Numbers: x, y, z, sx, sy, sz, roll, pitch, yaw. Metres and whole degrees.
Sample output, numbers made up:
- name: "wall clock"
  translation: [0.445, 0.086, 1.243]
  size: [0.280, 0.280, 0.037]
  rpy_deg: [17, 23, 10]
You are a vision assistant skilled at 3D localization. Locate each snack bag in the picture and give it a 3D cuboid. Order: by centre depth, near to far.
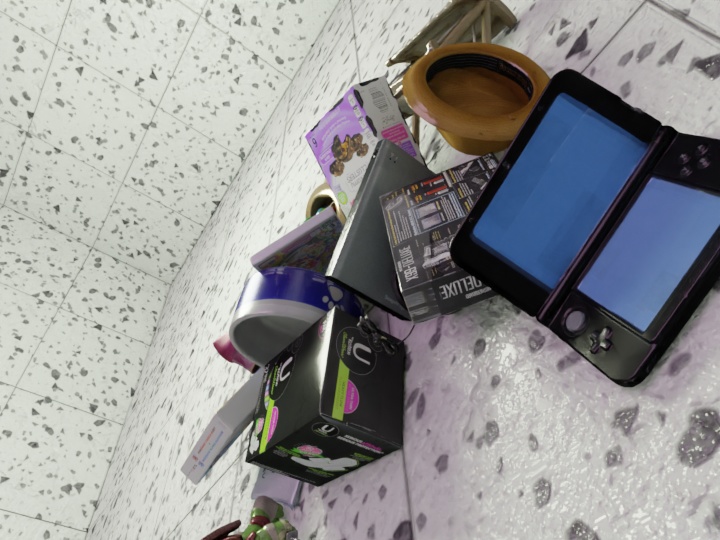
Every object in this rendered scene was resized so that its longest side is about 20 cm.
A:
- name: "snack bag"
  translation: [-0.125, 0.282, 0.909]
  size: [0.187, 0.021, 0.205]
  rpy_deg: [-27, 42, 54]

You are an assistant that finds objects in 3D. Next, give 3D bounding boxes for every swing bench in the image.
- name: "swing bench"
  translation: [0.123, -0.321, 0.880]
  size: [0.197, 0.128, 0.205]
  rpy_deg: [-22, 46, 58]

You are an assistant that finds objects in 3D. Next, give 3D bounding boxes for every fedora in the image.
- name: "fedora"
  translation: [0.148, -0.210, 0.705]
  size: [0.083, 0.194, 0.205]
  rpy_deg: [88, -171, -54]

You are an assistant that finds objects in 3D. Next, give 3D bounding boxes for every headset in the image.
- name: "headset"
  translation: [0.076, 0.011, 0.673]
  size: [0.203, 0.093, 0.123]
  rpy_deg: [-58, 21, -17]

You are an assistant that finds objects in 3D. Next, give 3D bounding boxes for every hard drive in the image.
- name: "hard drive"
  translation: [0.045, -0.053, 0.747]
  size: [0.033, 0.137, 0.205]
  rpy_deg: [-3, 62, 61]

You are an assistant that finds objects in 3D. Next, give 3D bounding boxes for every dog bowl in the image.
- name: "dog bowl"
  translation: [-0.093, 0.085, 0.822]
  size: [0.199, 0.197, 0.081]
  rpy_deg: [-35, 34, 46]

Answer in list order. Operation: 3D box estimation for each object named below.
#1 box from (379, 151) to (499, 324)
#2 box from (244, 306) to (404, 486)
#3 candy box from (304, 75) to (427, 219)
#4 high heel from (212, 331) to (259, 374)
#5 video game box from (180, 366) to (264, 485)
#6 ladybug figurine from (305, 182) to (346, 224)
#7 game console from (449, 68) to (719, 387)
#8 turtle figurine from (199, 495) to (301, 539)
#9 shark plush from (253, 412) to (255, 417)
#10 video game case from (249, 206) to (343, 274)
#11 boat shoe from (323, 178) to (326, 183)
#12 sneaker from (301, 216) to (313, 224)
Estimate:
- name: "box"
  translation: [0.109, -0.045, 0.618]
  size: [0.154, 0.051, 0.202]
  rpy_deg: [-21, 35, 8]
- name: "box"
  translation: [-0.046, 0.173, 0.724]
  size: [0.199, 0.122, 0.152]
  rpy_deg: [-39, 33, 41]
- name: "candy box"
  translation: [0.015, -0.168, 0.865]
  size: [0.071, 0.204, 0.166]
  rpy_deg: [-29, 3, -34]
- name: "high heel"
  translation: [-0.175, 0.073, 0.964]
  size: [0.204, 0.094, 0.067]
  rpy_deg: [-61, -15, -8]
- name: "video game box"
  translation: [-0.207, 0.246, 0.944]
  size: [0.184, 0.046, 0.200]
  rpy_deg: [-57, -6, 34]
- name: "ladybug figurine"
  translation: [-0.044, -0.098, 1.041]
  size: [0.198, 0.070, 0.141]
  rpy_deg: [18, 108, 58]
- name: "game console"
  translation: [0.194, -0.045, 0.452]
  size: [0.203, 0.114, 0.176]
  rpy_deg: [-59, 23, 11]
- name: "turtle figurine"
  translation: [-0.131, 0.403, 0.728]
  size: [0.194, 0.193, 0.149]
  rpy_deg: [-89, -2, -88]
- name: "shark plush"
  translation: [-0.146, 0.260, 0.875]
  size: [0.198, 0.089, 0.086]
  rpy_deg: [-25, 72, 47]
- name: "video game case"
  translation: [-0.073, -0.011, 0.863]
  size: [0.141, 0.201, 0.018]
  rpy_deg: [-32, 64, 1]
- name: "boat shoe"
  translation: [-0.030, -0.162, 1.113]
  size: [0.198, 0.070, 0.066]
  rpy_deg: [-6, 58, 62]
- name: "sneaker"
  translation: [-0.076, -0.054, 0.959]
  size: [0.198, 0.072, 0.086]
  rpy_deg: [-10, 92, 56]
